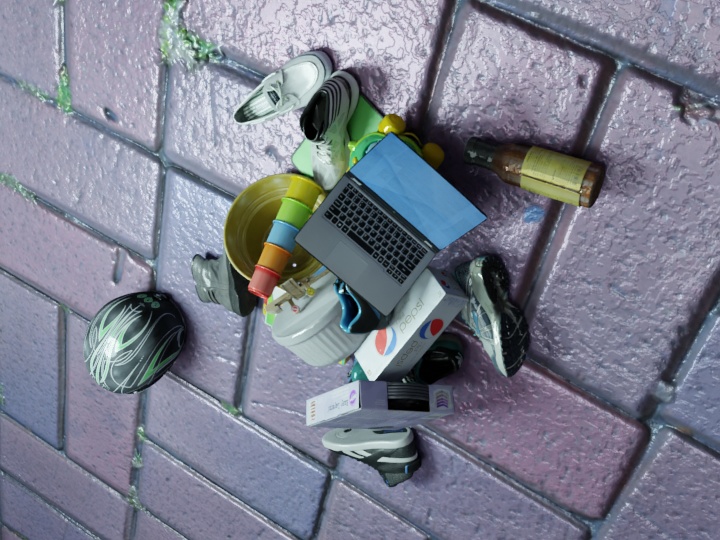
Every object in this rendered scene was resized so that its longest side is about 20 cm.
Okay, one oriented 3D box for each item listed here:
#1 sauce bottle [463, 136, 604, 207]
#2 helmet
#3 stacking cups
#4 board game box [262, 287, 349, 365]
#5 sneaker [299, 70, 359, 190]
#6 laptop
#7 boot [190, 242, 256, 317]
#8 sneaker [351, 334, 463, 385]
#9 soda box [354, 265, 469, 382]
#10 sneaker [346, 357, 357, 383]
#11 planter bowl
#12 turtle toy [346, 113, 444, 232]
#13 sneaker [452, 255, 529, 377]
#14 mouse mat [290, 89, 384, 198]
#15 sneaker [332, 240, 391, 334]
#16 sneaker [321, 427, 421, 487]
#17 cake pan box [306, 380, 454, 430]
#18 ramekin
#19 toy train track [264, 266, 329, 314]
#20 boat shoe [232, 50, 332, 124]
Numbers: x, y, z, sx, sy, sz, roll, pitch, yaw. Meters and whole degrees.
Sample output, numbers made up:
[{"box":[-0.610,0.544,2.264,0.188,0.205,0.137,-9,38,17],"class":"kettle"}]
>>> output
[{"box":[0.243,-0.146,1.260,0.198,0.066,0.067,23,126,22],"class":"sauce bottle"},{"box":[-0.469,0.149,1.813,0.198,0.191,0.202,15,122,26],"class":"helmet"},{"box":[-0.129,-0.054,1.440,0.060,0.202,0.061,25,169,5],"class":"stacking cups"},{"box":[-0.101,0.091,1.648,0.199,0.030,0.096,27,127,21],"class":"board game box"},{"box":[-0.065,-0.204,1.390,0.075,0.115,0.202,23,126,20],"class":"sneaker"},{"box":[0.040,-0.060,1.278,0.187,0.116,0.201,39,88,-11],"class":"laptop"},{"box":[-0.270,-0.011,1.677,0.131,0.070,0.202,18,120,31],"class":"boot"},{"box":[0.075,0.161,1.482,0.198,0.080,0.072,-18,106,11],"class":"sneaker"},{"box":[0.079,0.091,1.405,0.201,0.063,0.068,-52,49,22],"class":"soda box"},{"box":[0.024,0.164,1.561,0.078,0.089,0.202,13,122,26],"class":"sneaker"},{"box":[-0.127,-0.058,1.515,0.199,0.202,0.084,29,169,17],"class":"planter bowl"},{"box":[0.059,-0.132,1.361,0.199,0.101,0.146,36,131,-3],"class":"turtle toy"},{"box":[0.204,0.073,1.414,0.086,0.077,0.202,-6,105,48],"class":"sneaker"},{"box":[-0.017,-0.186,1.448,0.161,0.008,0.200,47,131,2],"class":"mouse mat"},{"box":[0.000,0.000,1.362,0.073,0.081,0.203,1,101,50],"class":"sneaker"},{"box":[0.021,0.358,1.682,0.198,0.073,0.113,-6,110,34],"class":"sneaker"},{"box":[0.031,0.225,1.464,0.200,0.182,0.053,-32,58,57],"class":"cake pan box"},{"box":[-0.048,0.073,1.495,0.201,0.203,0.094,-25,115,40],"class":"ramekin"},{"box":[-0.064,0.019,1.442,0.199,0.115,0.033,-35,74,2],"class":"toy train track"},{"box":[-0.127,-0.281,1.428,0.199,0.067,0.074,-30,98,40],"class":"boat shoe"}]
